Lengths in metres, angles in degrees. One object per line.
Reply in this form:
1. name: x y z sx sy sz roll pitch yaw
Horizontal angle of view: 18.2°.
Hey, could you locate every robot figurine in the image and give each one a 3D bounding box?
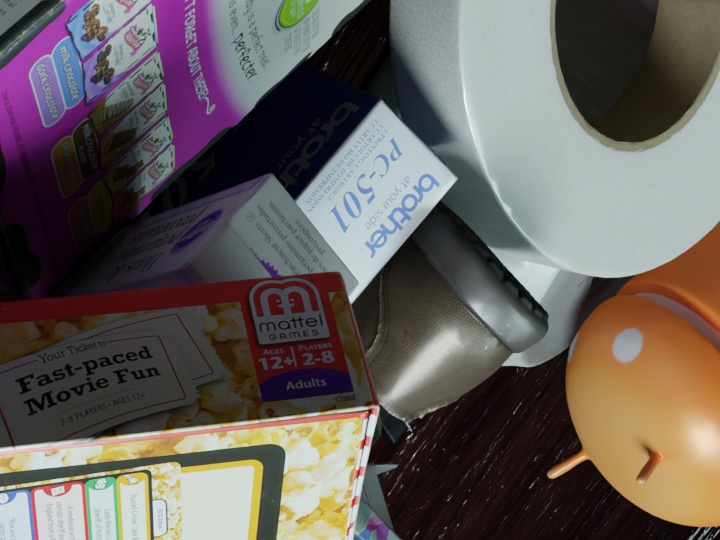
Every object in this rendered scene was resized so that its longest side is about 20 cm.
1. robot figurine: 0.173 0.033 0.984 0.200 0.144 0.117 -36 146 -21

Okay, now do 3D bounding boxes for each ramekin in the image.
1. ramekin: 0.083 -0.053 0.963 0.200 0.105 0.200 -45 163 -17

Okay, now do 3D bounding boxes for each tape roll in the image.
1. tape roll: 0.091 -0.099 0.808 0.202 0.037 0.204 -13 109 -42

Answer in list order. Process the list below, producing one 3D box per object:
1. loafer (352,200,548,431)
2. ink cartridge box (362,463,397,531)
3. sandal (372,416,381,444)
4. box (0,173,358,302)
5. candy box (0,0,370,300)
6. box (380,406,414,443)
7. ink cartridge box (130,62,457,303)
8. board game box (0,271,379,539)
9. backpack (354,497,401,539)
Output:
1. loafer: 0.000 0.000 0.812 0.071 0.073 0.200 -43 -162 -1
2. ink cartridge box: -0.051 0.140 1.032 0.115 0.068 0.200 -21 172 18
3. sandal: -0.040 0.062 0.992 0.079 0.058 0.201 -16 176 -7
4. box: -0.071 0.014 0.653 0.039 0.042 0.200 -47 -163 -27
5. candy box: -0.043 -0.098 0.605 0.200 0.061 0.137 -43 164 -17
6. box: 0.063 -0.006 1.138 0.200 0.036 0.143 -47 164 -4
7. ink cartridge box: -0.062 0.021 0.761 0.200 0.044 0.094 -49 -153 -4
8. board game box: -0.103 0.076 0.556 0.198 0.046 0.152 -5 138 -13
9. backpack: -0.050 0.133 0.816 0.127 0.167 0.200 -53 180 -16
